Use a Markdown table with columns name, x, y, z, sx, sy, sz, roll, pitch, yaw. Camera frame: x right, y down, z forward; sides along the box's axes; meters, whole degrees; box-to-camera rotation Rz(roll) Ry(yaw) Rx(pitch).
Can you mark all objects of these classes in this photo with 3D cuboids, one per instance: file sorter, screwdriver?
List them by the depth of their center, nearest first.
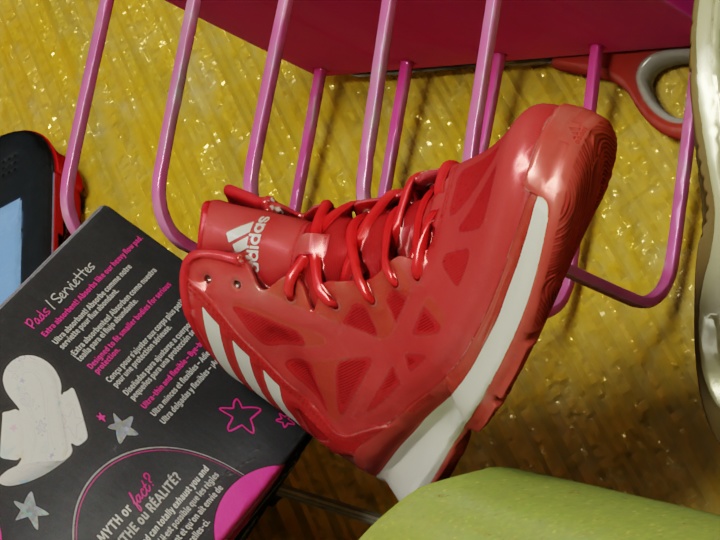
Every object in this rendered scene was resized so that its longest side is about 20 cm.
| name | x | y | z | sx | sy | sz | roll | pitch | yaw |
| --- | --- | --- | --- | --- | --- | --- | --- | --- | --- |
| file sorter | 0.008 | -0.053 | 0.931 | 0.200 | 0.139 | 0.126 | -1 | 74 | 40 |
| screwdriver | -0.022 | 0.089 | 0.958 | 0.200 | 0.028 | 0.029 | 18 | 49 | 43 |

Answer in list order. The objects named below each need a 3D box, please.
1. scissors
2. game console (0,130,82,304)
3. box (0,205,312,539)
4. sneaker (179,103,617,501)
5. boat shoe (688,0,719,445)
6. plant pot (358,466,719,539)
| name | x | y | z | sx | sy | sz | roll | pitch | yaw |
| --- | --- | --- | --- | --- | --- | --- | --- | --- | --- |
| scissors | 0.079 | -0.094 | 0.993 | 0.200 | 0.014 | 0.073 | 13 | 78 | 43 |
| game console | -0.195 | 0.046 | 1.115 | 0.177 | 0.031 | 0.200 | -21 | 54 | 28 |
| box | -0.117 | 0.096 | 0.880 | 0.200 | 0.115 | 0.132 | -49 | -6 | -46 |
| sneaker | 0.000 | 0.000 | 0.801 | 0.078 | 0.115 | 0.200 | -61 | -3 | -39 |
| boat shoe | 0.152 | -0.030 | 0.866 | 0.065 | 0.073 | 0.200 | -9 | 69 | 27 |
| plant pot | 0.082 | 0.144 | 0.760 | 0.190 | 0.200 | 0.200 | 22 | 81 | 56 |
